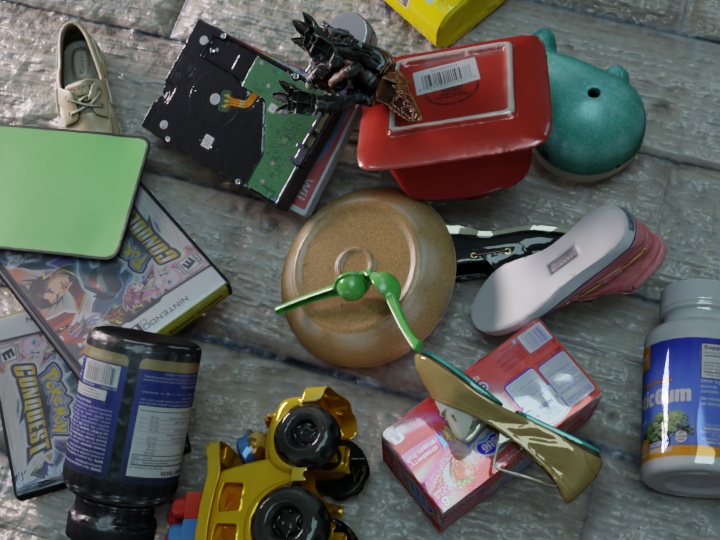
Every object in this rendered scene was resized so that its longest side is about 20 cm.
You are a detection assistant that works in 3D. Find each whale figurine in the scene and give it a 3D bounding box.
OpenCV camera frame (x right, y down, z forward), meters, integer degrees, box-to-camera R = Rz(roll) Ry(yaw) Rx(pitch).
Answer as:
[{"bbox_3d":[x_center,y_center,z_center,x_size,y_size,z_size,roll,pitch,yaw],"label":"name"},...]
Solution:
[{"bbox_3d":[0.232,-0.197,1.348,0.159,0.104,0.200,-27,67,-9],"label":"whale figurine"}]

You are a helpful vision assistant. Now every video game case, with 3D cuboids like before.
[{"bbox_3d":[-0.266,0.004,1.282,0.181,0.026,0.200,-36,64,-16],"label":"video game case"},{"bbox_3d":[-0.108,-0.165,1.349,0.200,0.017,0.143,28,94,21],"label":"video game case"},{"bbox_3d":[-0.287,0.120,1.266,0.180,0.026,0.200,-16,66,-5],"label":"video game case"}]

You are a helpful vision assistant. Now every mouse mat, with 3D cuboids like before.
[{"bbox_3d":[-0.339,-0.088,1.315,0.200,0.008,0.161,6,62,8],"label":"mouse mat"}]

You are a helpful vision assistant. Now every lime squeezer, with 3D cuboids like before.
[{"bbox_3d":[0.000,0.032,1.210,0.200,0.038,0.071,12,82,42],"label":"lime squeezer"}]

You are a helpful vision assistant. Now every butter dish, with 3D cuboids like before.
[{"bbox_3d":[0.110,-0.139,1.290,0.200,0.148,0.200,-8,43,13],"label":"butter dish"}]

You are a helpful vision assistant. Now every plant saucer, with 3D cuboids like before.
[{"bbox_3d":[0.000,0.000,1.268,0.200,0.035,0.201,-8,69,21],"label":"plant saucer"}]

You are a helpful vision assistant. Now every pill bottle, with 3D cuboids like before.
[{"bbox_3d":[0.336,0.115,1.199,0.112,0.112,0.200,5,65,4],"label":"pill bottle"},{"bbox_3d":[-0.224,0.160,1.163,0.112,0.112,0.200,11,90,7],"label":"pill bottle"}]

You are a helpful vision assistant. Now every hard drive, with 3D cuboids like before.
[{"bbox_3d":[-0.129,-0.171,1.329,0.200,0.038,0.140,31,95,22],"label":"hard drive"}]

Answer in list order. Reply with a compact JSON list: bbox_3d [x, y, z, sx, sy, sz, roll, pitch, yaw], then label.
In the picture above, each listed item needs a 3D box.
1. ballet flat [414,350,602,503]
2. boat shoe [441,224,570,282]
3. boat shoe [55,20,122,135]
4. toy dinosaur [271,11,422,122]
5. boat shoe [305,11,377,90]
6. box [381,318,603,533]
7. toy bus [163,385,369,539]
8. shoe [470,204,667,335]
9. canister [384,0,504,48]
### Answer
[{"bbox_3d":[0.124,0.146,1.116,0.200,0.069,0.063,30,84,15],"label":"ballet flat"},{"bbox_3d":[0.150,-0.013,1.287,0.201,0.074,0.063,0,71,5],"label":"boat shoe"},{"bbox_3d":[-0.317,-0.192,1.387,0.072,0.065,0.200,-11,66,-3],"label":"boat shoe"},{"bbox_3d":[-0.007,-0.206,1.229,0.136,0.200,0.102,-4,102,-40],"label":"toy dinosaur"},{"bbox_3d":[-0.043,-0.196,1.376,0.071,0.070,0.200,31,95,22],"label":"boat shoe"},{"bbox_3d":[0.128,0.154,1.197,0.200,0.095,0.103,-35,69,-13],"label":"box"},{"bbox_3d":[-0.099,0.219,1.170,0.192,0.136,0.200,-2,63,19],"label":"toy bus"},{"bbox_3d":[0.212,0.013,1.229,0.200,0.091,0.072,-37,50,27],"label":"shoe"},{"bbox_3d":[0.073,-0.376,1.447,0.148,0.087,0.200,-41,72,-15],"label":"canister"}]
